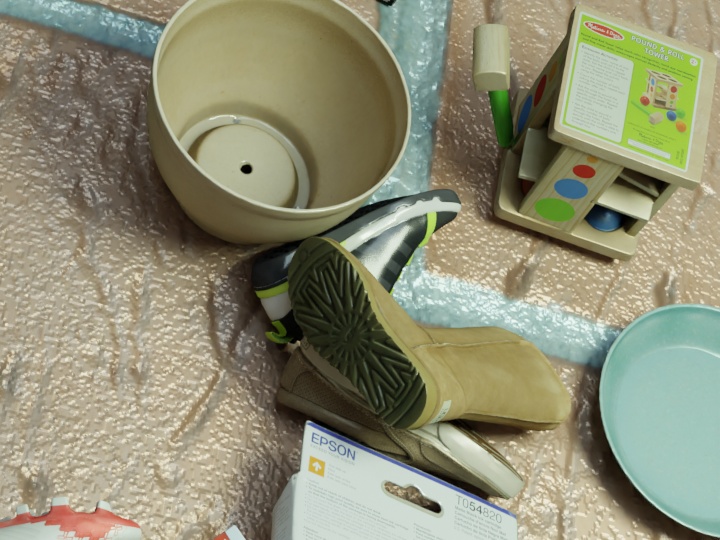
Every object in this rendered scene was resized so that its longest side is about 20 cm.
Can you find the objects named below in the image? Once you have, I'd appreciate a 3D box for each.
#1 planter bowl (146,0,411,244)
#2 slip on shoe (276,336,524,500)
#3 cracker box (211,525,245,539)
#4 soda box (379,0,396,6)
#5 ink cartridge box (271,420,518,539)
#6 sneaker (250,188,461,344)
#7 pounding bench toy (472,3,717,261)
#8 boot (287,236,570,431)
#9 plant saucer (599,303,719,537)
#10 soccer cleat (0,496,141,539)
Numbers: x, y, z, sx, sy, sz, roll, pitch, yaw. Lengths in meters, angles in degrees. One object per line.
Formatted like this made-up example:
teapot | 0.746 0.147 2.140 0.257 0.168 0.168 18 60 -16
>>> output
planter bowl | -0.076 -0.101 1.536 0.198 0.135 0.202 9 60 -16
slip on shoe | 0.029 0.121 1.504 0.199 0.076 0.061 33 95 -10
cracker box | -0.128 0.284 1.358 0.199 0.058 0.134 -31 78 -30
soda box | -0.039 -0.308 1.702 0.199 0.063 0.071 28 57 -5
ink cartridge box | 0.026 0.228 1.421 0.198 0.041 0.201 26 42 -21
sneaker | 0.000 0.000 1.565 0.199 0.072 0.084 -25 99 -29
pounding bench toy | 0.158 -0.116 1.617 0.198 0.156 0.125 19 59 -10
boot | 0.051 0.053 1.504 0.199 0.066 0.176 3 48 -55
plant saucer | 0.275 0.124 1.604 0.198 0.036 0.202 9 60 -16
soccer cleat | -0.244 0.205 1.357 0.198 0.069 0.086 -4 74 -19
